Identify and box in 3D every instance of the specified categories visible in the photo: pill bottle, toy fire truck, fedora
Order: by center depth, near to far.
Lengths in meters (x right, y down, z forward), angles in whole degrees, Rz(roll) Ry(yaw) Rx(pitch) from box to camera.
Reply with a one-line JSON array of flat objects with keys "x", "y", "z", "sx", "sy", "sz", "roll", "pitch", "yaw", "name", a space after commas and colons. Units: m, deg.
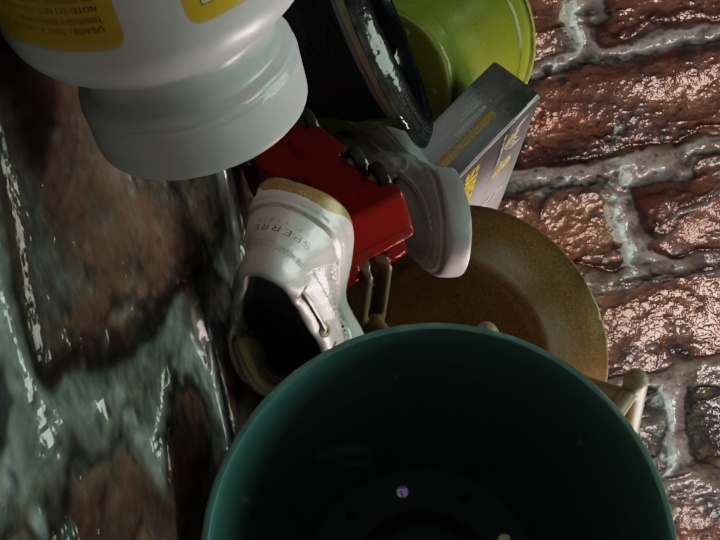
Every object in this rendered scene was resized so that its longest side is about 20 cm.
[{"x": -0.079, "y": -0.131, "z": 0.492, "sx": 0.112, "sy": 0.112, "sz": 0.200, "roll": -93, "pitch": 170, "yaw": -50, "name": "pill bottle"}, {"x": 0.000, "y": 0.000, "z": 0.869, "sx": 0.200, "sy": 0.049, "sz": 0.141, "roll": 41, "pitch": -25, "yaw": 52, "name": "toy fire truck"}, {"x": -0.023, "y": -0.155, "z": 1.023, "sx": 0.201, "sy": 0.091, "sz": 0.201, "roll": -23, "pitch": 90, "yaw": -80, "name": "fedora"}]

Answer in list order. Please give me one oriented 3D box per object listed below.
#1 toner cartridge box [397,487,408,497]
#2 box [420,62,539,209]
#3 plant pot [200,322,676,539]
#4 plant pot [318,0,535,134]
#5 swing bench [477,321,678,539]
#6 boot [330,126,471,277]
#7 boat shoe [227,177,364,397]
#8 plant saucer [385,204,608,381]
[{"x": 0.038, "y": 0.245, "z": 1.181, "sx": 0.095, "sy": 0.043, "sz": 0.200, "roll": 41, "pitch": 39, "yaw": -77, "name": "toner cartridge box"}, {"x": 0.063, "y": -0.055, "z": 1.227, "sx": 0.048, "sy": 0.158, "sz": 0.200, "roll": 39, "pitch": -24, "yaw": 12, "name": "box"}, {"x": 0.032, "y": 0.142, "z": 0.704, "sx": 0.161, "sy": 0.200, "sz": 0.201, "roll": 93, "pitch": -11, "yaw": -73, "name": "plant pot"}, {"x": 0.033, "y": -0.174, "z": 1.274, "sx": 0.193, "sy": 0.200, "sz": 0.201, "roll": -52, "pitch": 133, "yaw": -65, "name": "plant pot"}, {"x": 0.093, "y": 0.178, "z": 0.938, "sx": 0.199, "sy": 0.130, "sz": 0.200, "roll": -49, "pitch": 137, "yaw": -28, "name": "swing bench"}, {"x": 0.004, "y": -0.047, "z": 1.012, "sx": 0.200, "sy": 0.095, "sz": 0.074, "roll": -128, "pitch": -141, "yaw": -66, "name": "boot"}, {"x": -0.040, "y": 0.037, "z": 0.797, "sx": 0.200, "sy": 0.071, "sz": 0.069, "roll": 83, "pitch": 27, "yaw": -53, "name": "boat shoe"}, {"x": 0.074, "y": 0.055, "z": 1.061, "sx": 0.035, "sy": 0.200, "sz": 0.201, "roll": -26, "pitch": 108, "yaw": -55, "name": "plant saucer"}]
